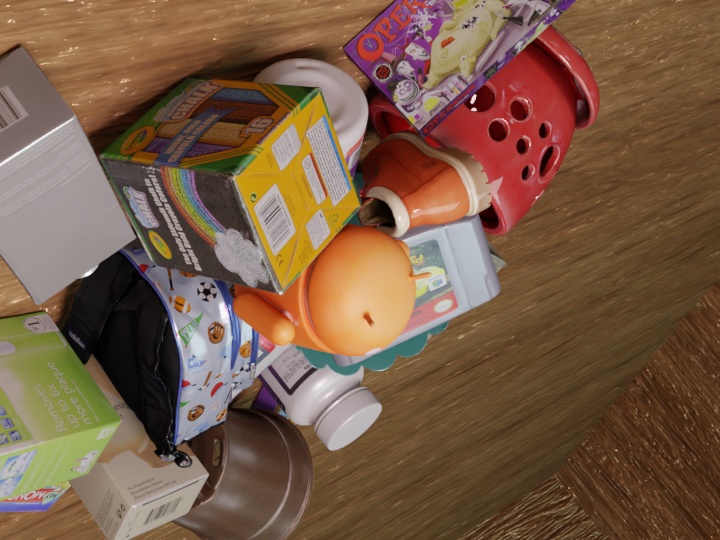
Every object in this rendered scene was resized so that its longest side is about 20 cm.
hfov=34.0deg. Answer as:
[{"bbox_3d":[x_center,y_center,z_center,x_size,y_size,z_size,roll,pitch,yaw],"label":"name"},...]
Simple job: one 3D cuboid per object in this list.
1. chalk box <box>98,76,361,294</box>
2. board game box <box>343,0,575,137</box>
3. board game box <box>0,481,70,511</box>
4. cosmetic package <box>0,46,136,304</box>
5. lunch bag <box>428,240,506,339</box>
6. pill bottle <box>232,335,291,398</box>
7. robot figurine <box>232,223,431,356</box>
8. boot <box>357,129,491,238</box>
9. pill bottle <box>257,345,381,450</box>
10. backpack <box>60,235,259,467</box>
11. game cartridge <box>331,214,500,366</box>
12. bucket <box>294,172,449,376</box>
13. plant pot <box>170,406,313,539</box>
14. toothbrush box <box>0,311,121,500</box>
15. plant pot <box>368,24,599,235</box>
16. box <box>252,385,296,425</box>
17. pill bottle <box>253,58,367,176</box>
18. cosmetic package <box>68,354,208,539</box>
[{"bbox_3d":[-0.123,-0.079,0.996,0.124,0.199,0.125,-48,135,-33],"label":"chalk box"},{"bbox_3d":[0.095,-0.238,1.142,0.200,0.120,0.032,-42,157,1],"label":"board game box"},{"bbox_3d":[-0.380,0.219,1.334,0.135,0.029,0.200,-46,158,9],"label":"board game box"},{"bbox_3d":[-0.259,-0.067,0.927,0.107,0.090,0.200,-35,160,-15],"label":"cosmetic package"},{"bbox_3d":[0.062,-0.013,1.501,0.164,0.118,0.200,-45,146,12],"label":"lunch bag"},{"bbox_3d":[-0.182,0.100,1.317,0.200,0.120,0.120,-43,158,6],"label":"pill bottle"},{"bbox_3d":[-0.034,0.014,1.042,0.143,0.199,0.117,16,85,-44],"label":"robot figurine"},{"bbox_3d":[0.031,-0.081,1.139,0.107,0.200,0.075,-25,109,-18],"label":"boot"},{"bbox_3d":[-0.066,0.115,1.426,0.111,0.200,0.112,-34,157,-16],"label":"pill bottle"},{"bbox_3d":[-0.186,0.055,1.152,0.154,0.200,0.191,-33,151,-32],"label":"backpack"},{"bbox_3d":[0.043,0.012,1.236,0.199,0.041,0.134,-25,127,-2],"label":"game cartridge"},{"bbox_3d":[0.000,0.000,1.321,0.206,0.135,0.208,-11,130,-13],"label":"bucket"},{"bbox_3d":[-0.191,0.258,1.521,0.200,0.200,0.198,-43,151,5],"label":"plant pot"},{"bbox_3d":[-0.344,0.129,1.068,0.199,0.146,0.086,-10,143,-51],"label":"toothbrush box"},{"bbox_3d":[0.135,-0.168,1.245,0.183,0.200,0.201,-49,159,-10],"label":"plant pot"},{"bbox_3d":[-0.080,0.157,1.697,0.136,0.039,0.200,-23,152,-40],"label":"box"},{"bbox_3d":[-0.063,-0.096,1.137,0.111,0.112,0.200,-29,155,-28],"label":"pill bottle"},{"bbox_3d":[-0.259,0.172,1.215,0.105,0.200,0.071,-18,148,-46],"label":"cosmetic package"}]
